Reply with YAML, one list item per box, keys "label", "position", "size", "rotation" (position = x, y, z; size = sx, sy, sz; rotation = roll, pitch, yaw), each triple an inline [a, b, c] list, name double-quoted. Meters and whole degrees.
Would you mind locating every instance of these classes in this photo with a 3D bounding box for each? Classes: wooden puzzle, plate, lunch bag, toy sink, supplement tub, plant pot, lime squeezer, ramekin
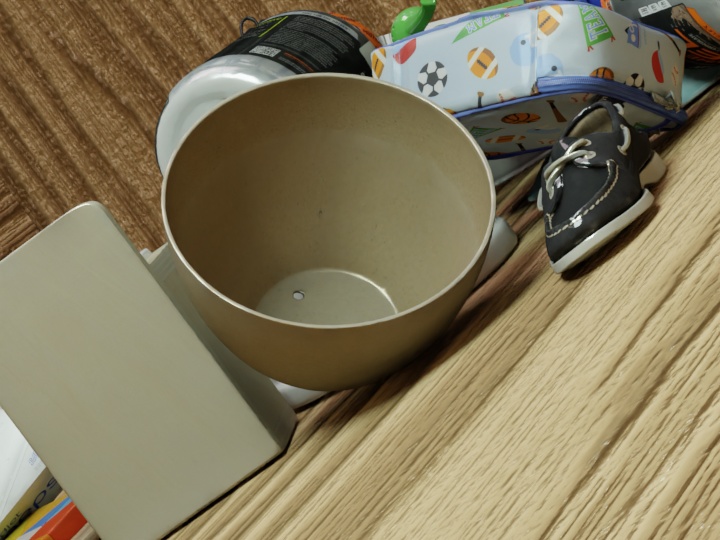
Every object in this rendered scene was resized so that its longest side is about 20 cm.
- label: "wooden puzzle"
  position: [-0.236, 0.205, 1.766]
  size: [0.200, 0.037, 0.185]
  rotation: [-40, 6, -35]
- label: "plate"
  position: [0.198, -0.118, 1.840]
  size: [0.200, 0.026, 0.200]
  rotation: [-36, 4, 3]
- label: "lunch bag"
  position: [0.117, -0.121, 1.675]
  size: [0.200, 0.076, 0.160]
  rotation: [-6, -13, 35]
- label: "toy sink"
  position: [-0.152, 0.061, 1.604]
  size: [0.130, 0.200, 0.112]
  rotation: [-36, 6, 9]
- label: "supplement tub"
  position: [-0.053, -0.109, 1.753]
  size: [0.122, 0.123, 0.200]
  rotation: [-34, 6, 27]
- label: "plant pot"
  position: [-0.020, -0.002, 1.544]
  size: [0.200, 0.200, 0.135]
  rotation: [-39, -29, -29]
- label: "lime squeezer"
  position: [0.065, -0.162, 1.746]
  size: [0.071, 0.038, 0.200]
  rotation: [-16, -20, 25]
- label: "supplement tub"
  position: [0.244, -0.202, 1.697]
  size: [0.122, 0.123, 0.200]
  rotation: [-38, 9, -16]
- label: "ramekin"
  position: [0.000, 0.000, 1.715]
  size: [0.202, 0.094, 0.202]
  rotation: [-36, 6, 4]

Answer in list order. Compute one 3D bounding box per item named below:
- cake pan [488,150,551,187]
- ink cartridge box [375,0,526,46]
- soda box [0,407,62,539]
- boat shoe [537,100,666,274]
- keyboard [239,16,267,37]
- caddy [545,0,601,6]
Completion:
- label: "cake pan"
  position: [0.159, -0.131, 1.869]
  size: [0.200, 0.037, 0.200]
  rotation: [-37, 6, 4]
- label: "ink cartridge box"
  position: [0.045, -0.130, 2.028]
  size: [0.200, 0.084, 0.146]
  rotation: [-14, -21, -6]
- label: "soda box"
  position: [-0.275, 0.169, 1.852]
  size: [0.200, 0.063, 0.068]
  rotation: [-51, -16, -9]
- label: "boat shoe"
  position: [0.136, -0.054, 1.489]
  size: [0.074, 0.060, 0.200]
  rotation: [-33, 6, 24]
- label: "keyboard"
  position: [-0.075, -0.122, 1.974]
  size: [0.040, 0.104, 0.200]
  rotation: [-8, 40, 19]
- label: "caddy"
  position: [0.194, -0.222, 2.024]
  size: [0.105, 0.142, 0.200]
  rotation: [-30, -18, 5]
